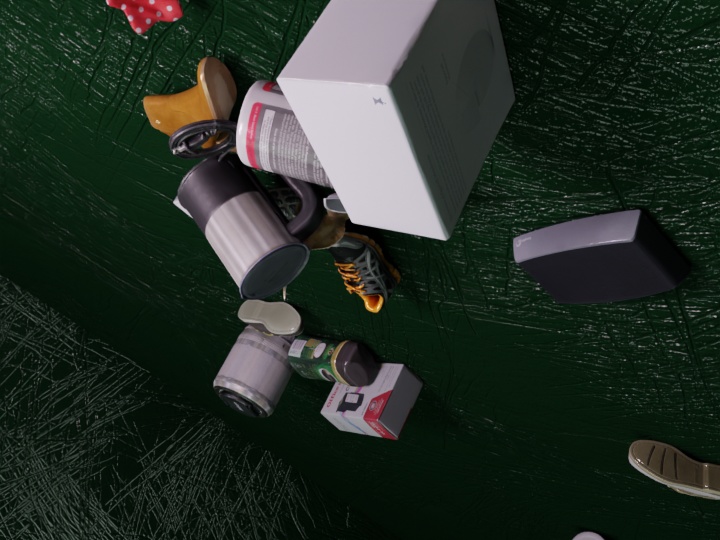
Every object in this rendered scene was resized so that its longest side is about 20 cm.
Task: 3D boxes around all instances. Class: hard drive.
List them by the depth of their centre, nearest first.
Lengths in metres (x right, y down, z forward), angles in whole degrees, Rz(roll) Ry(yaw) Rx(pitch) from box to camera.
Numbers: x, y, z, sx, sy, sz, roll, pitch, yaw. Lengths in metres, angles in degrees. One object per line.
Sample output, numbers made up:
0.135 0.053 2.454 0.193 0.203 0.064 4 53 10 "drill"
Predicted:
0.303 -0.010 0.936 0.135 0.043 0.199 40 152 -24 "hard drive"

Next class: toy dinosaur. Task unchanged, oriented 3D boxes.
-0.066 -0.058 1.085 0.058 0.200 0.101 50 -179 -44 "toy dinosaur"

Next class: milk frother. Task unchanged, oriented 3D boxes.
-0.171 -0.090 1.003 0.189 0.181 0.199 51 -160 22 "milk frother"

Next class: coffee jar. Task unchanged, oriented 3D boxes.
-0.064 0.203 1.630 0.199 0.086 0.104 3 142 42 "coffee jar"

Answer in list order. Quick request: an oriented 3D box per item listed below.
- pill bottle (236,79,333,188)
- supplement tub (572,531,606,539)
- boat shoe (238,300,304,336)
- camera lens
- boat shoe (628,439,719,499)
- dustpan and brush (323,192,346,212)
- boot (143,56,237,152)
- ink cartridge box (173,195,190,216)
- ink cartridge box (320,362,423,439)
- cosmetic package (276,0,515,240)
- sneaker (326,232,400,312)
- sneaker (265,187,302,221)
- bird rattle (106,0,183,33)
-0.045 -0.163 0.905 0.198 0.111 0.111 16 153 10 "pill bottle"
0.668 0.822 2.012 0.122 0.123 0.200 0 142 44 "supplement tub"
-0.188 0.111 1.606 0.200 0.072 0.061 12 155 43 "boat shoe"
-0.248 0.240 1.744 0.159 0.201 0.160 21 154 11 "camera lens"
0.589 0.377 1.330 0.198 0.075 0.069 20 148 14 "boat shoe"
0.040 -0.085 0.972 0.138 0.200 0.058 2 105 12 "dustpan and brush"
-0.244 -0.232 1.016 0.143 0.071 0.202 13 159 11 "boot"
-0.226 -0.090 1.296 0.200 0.051 0.109 40 151 -25 "ink cartridge box"
0.023 0.290 1.635 0.199 0.146 0.083 -5 138 48 "ink cartridge box"
0.047 -0.174 0.702 0.122 0.201 0.200 11 149 30 "cosmetic package"
0.000 0.000 1.182 0.078 0.078 0.200 6 155 40 "sneaker"
-0.154 -0.108 1.165 0.198 0.080 0.078 -5 126 19 "sneaker"
-0.224 -0.344 0.780 0.161 0.114 0.200 2 151 13 "bird rattle"
